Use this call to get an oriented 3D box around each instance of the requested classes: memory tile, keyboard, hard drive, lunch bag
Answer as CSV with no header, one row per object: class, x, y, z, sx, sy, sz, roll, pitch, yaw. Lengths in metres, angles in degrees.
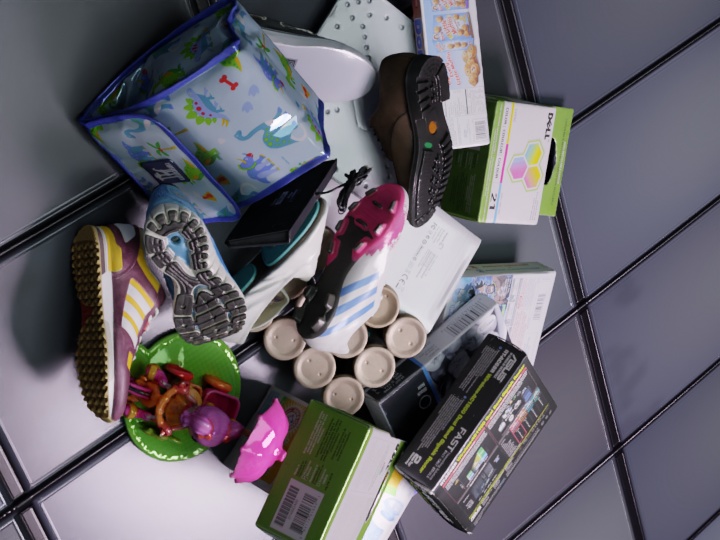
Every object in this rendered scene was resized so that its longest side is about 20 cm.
memory tile,-0.034,0.058,1.610,0.153,0.017,0.200,-44,107,2
keyboard,-0.057,-0.072,1.470,0.200,0.126,0.021,-63,140,-61
hard drive,0.030,-0.037,1.640,0.199,0.027,0.133,36,75,-18
lunch bag,-0.157,-0.145,1.432,0.199,0.128,0.170,-28,127,18

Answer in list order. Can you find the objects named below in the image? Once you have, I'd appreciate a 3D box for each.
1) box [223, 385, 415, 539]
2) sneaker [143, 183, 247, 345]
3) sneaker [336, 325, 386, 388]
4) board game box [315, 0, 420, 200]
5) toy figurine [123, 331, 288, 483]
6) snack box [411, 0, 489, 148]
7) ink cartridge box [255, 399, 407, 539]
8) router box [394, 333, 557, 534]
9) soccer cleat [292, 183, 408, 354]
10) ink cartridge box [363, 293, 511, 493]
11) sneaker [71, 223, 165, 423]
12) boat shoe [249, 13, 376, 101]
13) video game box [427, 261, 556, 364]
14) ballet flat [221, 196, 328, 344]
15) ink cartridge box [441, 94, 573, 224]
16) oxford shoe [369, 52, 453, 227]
box,-0.043,0.236,1.657,0.200,0.101,0.113,39,78,-39
sneaker,-0.169,-0.009,1.460,0.078,0.090,0.201,-15,131,-2
sneaker,0.017,0.048,1.685,0.079,0.075,0.201,39,70,-26
board game box,0.013,-0.189,1.597,0.199,0.026,0.201,35,79,-22
toy figurine,-0.161,0.150,1.485,0.199,0.183,0.151,23,88,-40
snack box,0.101,-0.239,1.606,0.071,0.024,0.202,-9,97,-22
ink cartridge box,-0.027,0.232,1.563,0.149,0.075,0.200,-65,164,-4
router box,0.140,0.195,1.684,0.201,0.062,0.150,-53,146,-12
soccer cleat,0.000,0.000,1.567,0.086,0.070,0.201,35,85,-47
ink cartridge box,0.114,0.162,1.743,0.198,0.043,0.201,-39,131,-18
sneaker,-0.238,0.053,1.447,0.090,0.075,0.202,-2,90,-38
boat shoe,-0.073,-0.234,1.509,0.199,0.057,0.069,10,131,-31
video game box,0.149,0.090,1.795,0.181,0.047,0.202,-3,112,-40
ballet flat,-0.091,0.004,1.542,0.200,0.070,0.069,-46,131,14
ink cartridge box,0.206,-0.135,1.760,0.199,0.076,0.149,1,102,-38
oxford shoe,0.053,-0.146,1.571,0.072,0.084,0.202,-29,125,-47
